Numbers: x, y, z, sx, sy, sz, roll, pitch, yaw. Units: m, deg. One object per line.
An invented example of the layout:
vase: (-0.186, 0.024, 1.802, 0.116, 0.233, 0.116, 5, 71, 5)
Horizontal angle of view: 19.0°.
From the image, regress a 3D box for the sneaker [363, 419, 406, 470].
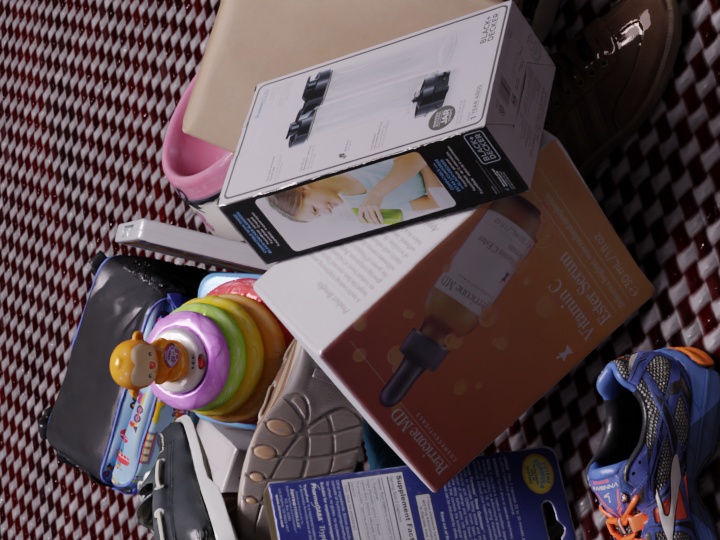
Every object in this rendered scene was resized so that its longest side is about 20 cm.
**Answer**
sneaker: (0.051, 0.081, 1.538, 0.076, 0.080, 0.202, 22, 112, 57)

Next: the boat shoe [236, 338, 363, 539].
boat shoe: (-0.036, 0.108, 1.490, 0.201, 0.075, 0.072, -66, 8, -28)

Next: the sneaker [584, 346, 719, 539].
sneaker: (0.171, 0.143, 1.320, 0.075, 0.078, 0.201, -21, 64, 55)

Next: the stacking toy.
stacking toy: (-0.115, 0.061, 1.531, 0.109, 0.200, 0.117, 6, 93, 27)

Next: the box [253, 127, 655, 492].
box: (0.062, 0.012, 1.389, 0.200, 0.152, 0.106, -43, 36, -4)

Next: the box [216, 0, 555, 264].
box: (0.016, -0.085, 1.352, 0.199, 0.060, 0.117, -15, 41, 29)

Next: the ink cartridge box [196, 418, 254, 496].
ink cartridge box: (-0.080, 0.184, 1.678, 0.067, 0.117, 0.201, 37, 113, 53)

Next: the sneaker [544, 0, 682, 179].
sneaker: (0.139, -0.112, 1.447, 0.200, 0.075, 0.071, -57, 38, 34)

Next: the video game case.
video game case: (-0.113, -0.014, 1.675, 0.200, 0.142, 0.018, -178, 102, -79)

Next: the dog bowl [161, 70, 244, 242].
dog bowl: (-0.083, -0.123, 1.751, 0.200, 0.074, 0.201, -36, 34, 30)

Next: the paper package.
paper package: (-0.002, -0.155, 1.456, 0.104, 0.190, 0.201, -70, 2, -51)

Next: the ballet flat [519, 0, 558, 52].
ballet flat: (0.116, -0.224, 1.544, 0.074, 0.074, 0.202, -8, 76, 57)

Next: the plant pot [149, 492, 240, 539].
plant pot: (-0.029, 0.244, 1.523, 0.198, 0.199, 0.202, -18, 66, 48)

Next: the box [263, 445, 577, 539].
box: (0.044, 0.187, 1.412, 0.032, 0.199, 0.122, 111, 150, -64)

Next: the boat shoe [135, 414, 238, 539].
boat shoe: (-0.126, 0.160, 1.487, 0.200, 0.060, 0.076, -129, 21, -70)

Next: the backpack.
backpack: (-0.135, 0.089, 1.739, 0.134, 0.199, 0.184, 29, 104, 41)
